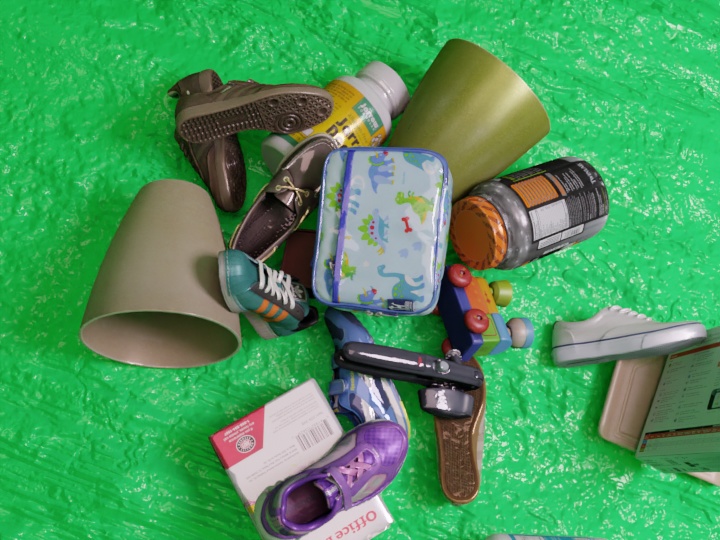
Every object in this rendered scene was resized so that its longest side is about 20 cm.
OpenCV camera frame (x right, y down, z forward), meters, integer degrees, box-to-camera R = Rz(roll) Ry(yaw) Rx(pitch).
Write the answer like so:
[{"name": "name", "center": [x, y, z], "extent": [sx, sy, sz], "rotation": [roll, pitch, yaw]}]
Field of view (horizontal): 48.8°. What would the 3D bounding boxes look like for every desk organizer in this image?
[{"name": "desk organizer", "center": [0.000, 0.000, 1.027], "extent": [0.200, 0.072, 0.077], "rotation": [6, 76, 14]}]

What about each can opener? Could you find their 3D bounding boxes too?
[{"name": "can opener", "center": [0.064, 0.122, 0.975], "extent": [0.200, 0.063, 0.079], "rotation": [21, 49, -23]}]

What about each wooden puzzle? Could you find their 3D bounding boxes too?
[{"name": "wooden puzzle", "center": [0.431, 0.176, 1.098], "extent": [0.200, 0.037, 0.185], "rotation": [24, 72, -6]}]

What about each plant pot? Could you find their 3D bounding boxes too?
[{"name": "plant pot", "center": [-0.238, -0.005, 0.980], "extent": [0.187, 0.187, 0.200], "rotation": [2, 64, -8]}, {"name": "plant pot", "center": [0.120, -0.175, 1.083], "extent": [0.187, 0.187, 0.200], "rotation": [42, 88, 4]}]

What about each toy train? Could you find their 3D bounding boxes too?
[{"name": "toy train", "center": [0.154, 0.025, 1.080], "extent": [0.116, 0.085, 0.200], "rotation": [1, 53, -25]}]

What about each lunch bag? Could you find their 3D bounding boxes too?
[{"name": "lunch bag", "center": [0.023, -0.045, 0.948], "extent": [0.160, 0.082, 0.200], "rotation": [7, 87, 12]}]

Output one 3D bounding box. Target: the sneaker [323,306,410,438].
[{"name": "sneaker", "center": [-0.009, 0.138, 1.019], "extent": [0.082, 0.074, 0.200], "rotation": [-23, 78, -12]}]

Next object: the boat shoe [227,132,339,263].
[{"name": "boat shoe", "center": [-0.094, -0.083, 0.984], "extent": [0.072, 0.060, 0.200], "rotation": [39, 96, -11]}]

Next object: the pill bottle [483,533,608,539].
[{"name": "pill bottle", "center": [0.213, 0.379, 0.967], "extent": [0.200, 0.111, 0.111], "rotation": [5, 74, -6]}]

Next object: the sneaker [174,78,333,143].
[{"name": "sneaker", "center": [-0.136, -0.217, 1.004], "extent": [0.200, 0.070, 0.076], "rotation": [-8, 54, -5]}]

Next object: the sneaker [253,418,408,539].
[{"name": "sneaker", "center": [-0.024, 0.237, 0.894], "extent": [0.200, 0.088, 0.081], "rotation": [-31, 81, -18]}]

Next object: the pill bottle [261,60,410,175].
[{"name": "pill bottle", "center": [-0.029, -0.193, 1.084], "extent": [0.113, 0.113, 0.200], "rotation": [45, 73, 5]}]

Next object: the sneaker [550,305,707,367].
[{"name": "sneaker", "center": [0.347, 0.079, 1.050], "extent": [0.200, 0.073, 0.071], "rotation": [-11, 70, 24]}]

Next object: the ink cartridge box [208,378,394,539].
[{"name": "ink cartridge box", "center": [-0.075, 0.255, 0.970], "extent": [0.147, 0.086, 0.200], "rotation": [-27, 82, -15]}]

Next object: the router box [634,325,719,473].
[{"name": "router box", "center": [0.437, 0.156, 0.979], "extent": [0.049, 0.200, 0.180], "rotation": [28, 72, -4]}]

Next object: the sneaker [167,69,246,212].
[{"name": "sneaker", "center": [-0.209, -0.169, 1.078], "extent": [0.075, 0.070, 0.200], "rotation": [-14, 79, 15]}]

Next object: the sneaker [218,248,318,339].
[{"name": "sneaker", "center": [-0.107, 0.024, 0.954], "extent": [0.080, 0.200, 0.071], "rotation": [-12, 65, 9]}]

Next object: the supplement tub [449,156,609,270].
[{"name": "supplement tub", "center": [0.223, -0.074, 1.065], "extent": [0.200, 0.123, 0.123], "rotation": [-19, 78, -27]}]

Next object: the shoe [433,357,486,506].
[{"name": "shoe", "center": [0.127, 0.206, 1.033], "extent": [0.070, 0.053, 0.200], "rotation": [3, 63, 8]}]
